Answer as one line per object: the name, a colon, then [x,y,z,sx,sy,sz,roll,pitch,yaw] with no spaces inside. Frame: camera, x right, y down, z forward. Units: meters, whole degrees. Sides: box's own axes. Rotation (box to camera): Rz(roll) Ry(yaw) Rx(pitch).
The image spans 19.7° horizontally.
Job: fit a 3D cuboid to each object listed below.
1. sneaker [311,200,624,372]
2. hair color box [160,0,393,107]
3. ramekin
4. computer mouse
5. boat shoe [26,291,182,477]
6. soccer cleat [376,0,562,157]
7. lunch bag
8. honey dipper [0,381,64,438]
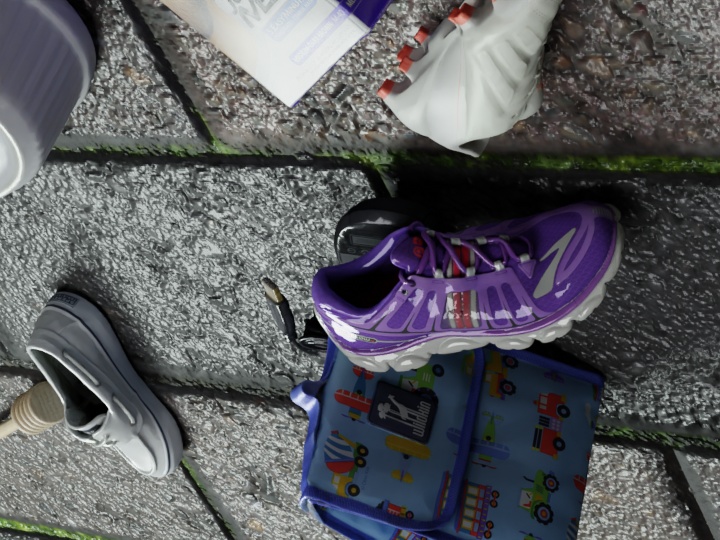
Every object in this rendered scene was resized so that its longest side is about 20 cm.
sneaker: [0.061,0.004,1.235,0.199,0.081,0.083,-20,139,20]
hair color box: [-0.080,-0.194,1.170,0.200,0.065,0.109,40,147,-8]
ramekin: [-0.281,-0.125,1.352,0.201,0.095,0.203,11,151,6]
computer mouse: [0.000,0.000,1.362,0.139,0.046,0.200,6,150,15]
boat shoe: [-0.211,0.107,1.666,0.073,0.066,0.201,2,136,38]
soccer cleat: [0.078,-0.121,1.134,0.077,0.070,0.200,33,155,-9]
lunch bag: [0.043,0.111,1.333,0.199,0.151,0.094,24,150,-20]
honey dipper: [-0.307,0.138,1.818,0.038,0.038,0.200,40,149,-12]
